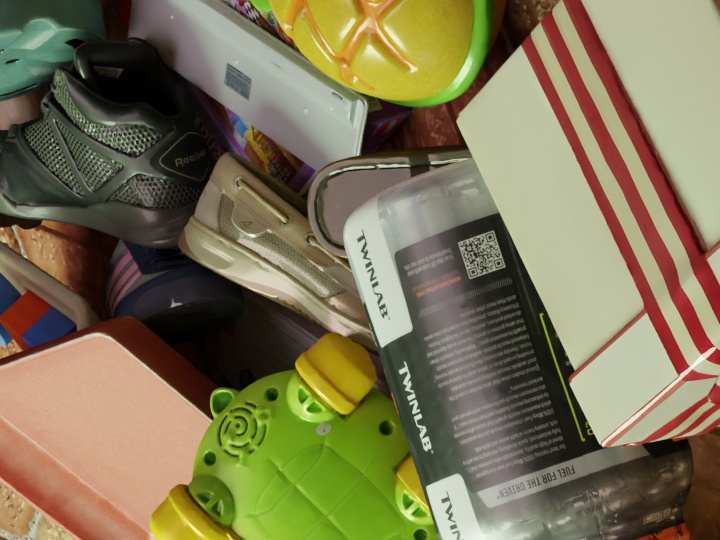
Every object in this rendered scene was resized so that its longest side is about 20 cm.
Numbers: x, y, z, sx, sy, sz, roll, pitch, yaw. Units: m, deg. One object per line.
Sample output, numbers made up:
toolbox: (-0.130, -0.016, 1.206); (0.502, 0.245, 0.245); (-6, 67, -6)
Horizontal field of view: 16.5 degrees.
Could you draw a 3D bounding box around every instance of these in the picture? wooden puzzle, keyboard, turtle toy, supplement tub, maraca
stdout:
wooden puzzle: (-0.179, 0.055, 1.502); (0.200, 0.046, 0.186); (37, 164, 46)
keyboard: (-0.065, -0.110, 1.356); (0.200, 0.011, 0.057); (37, 134, 37)
turtle toy: (-0.005, 0.133, 1.293); (0.146, 0.101, 0.200); (-45, 88, 4)
supplement tub: (0.076, 0.052, 1.129); (0.122, 0.122, 0.201); (-28, 77, 51)
maraca: (-0.003, -0.159, 1.248); (0.200, 0.107, 0.138); (34, 129, 39)

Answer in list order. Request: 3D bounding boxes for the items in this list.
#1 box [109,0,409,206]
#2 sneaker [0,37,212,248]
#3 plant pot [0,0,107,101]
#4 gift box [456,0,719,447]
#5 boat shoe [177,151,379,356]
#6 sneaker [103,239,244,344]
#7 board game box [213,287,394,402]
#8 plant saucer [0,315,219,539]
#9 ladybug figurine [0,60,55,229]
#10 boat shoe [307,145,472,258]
box: (-0.064, -0.128, 1.386); (0.201, 0.039, 0.137); (60, 139, 16)
sneaker: (-0.162, -0.084, 1.427); (0.199, 0.076, 0.115); (12, 116, 43)
plant pot: (-0.239, -0.203, 1.425); (0.200, 0.199, 0.197); (-24, 78, 51)
gift box: (0.171, -0.028, 1.038); (0.200, 0.184, 0.187); (-52, 55, 48)
boat shoe: (0.000, 0.000, 1.312); (0.199, 0.072, 0.065); (26, 97, 18)
sneaker: (-0.115, -0.001, 1.432); (0.200, 0.070, 0.083); (161, 104, -72)
board game box: (-0.011, 0.097, 1.408); (0.200, 0.034, 0.127); (33, 126, 39)
plant saucer: (-0.127, 0.100, 1.407); (0.199, 0.037, 0.199); (42, 143, -26)
ladybug figurine: (-0.232, -0.122, 1.564); (0.135, 0.072, 0.201); (-21, 87, 51)
boat shoe: (0.075, -0.034, 1.234); (0.199, 0.068, 0.072); (9, 101, 27)
